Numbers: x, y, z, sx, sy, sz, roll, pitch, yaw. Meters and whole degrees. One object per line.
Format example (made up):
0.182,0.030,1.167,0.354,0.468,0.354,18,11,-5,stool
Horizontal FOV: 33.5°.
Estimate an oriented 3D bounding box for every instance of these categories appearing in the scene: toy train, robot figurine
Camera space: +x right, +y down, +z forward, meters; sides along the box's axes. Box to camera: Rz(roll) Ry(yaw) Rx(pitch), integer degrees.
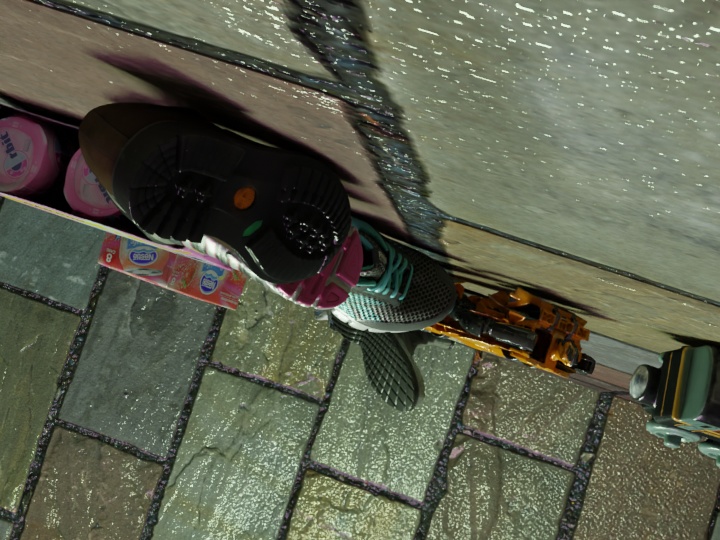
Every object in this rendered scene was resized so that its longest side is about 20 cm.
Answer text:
0.317,0.116,0.959,0.197,0.087,0.114,19,167,-13,toy train
0.109,0.041,1.034,0.198,0.059,0.144,16,176,45,robot figurine

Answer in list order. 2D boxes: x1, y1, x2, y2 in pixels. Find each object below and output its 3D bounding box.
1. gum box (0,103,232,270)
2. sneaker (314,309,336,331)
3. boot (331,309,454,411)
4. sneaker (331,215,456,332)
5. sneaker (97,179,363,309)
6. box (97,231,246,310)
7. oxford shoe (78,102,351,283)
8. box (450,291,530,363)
-0.183,-0.062,0.913,0.197,0.067,0.113,18,178,13,gum box
-0.026,0.073,2.275,0.086,0.076,0.200,7,-173,-18,sneaker
0.060,0.081,1.387,0.129,0.069,0.201,0,-146,-30,boot
0.000,0.000,0.892,0.198,0.079,0.091,19,173,-30,sneaker
-0.083,-0.038,0.751,0.198,0.075,0.087,28,171,-37,sneaker
-0.214,-0.023,1.431,0.101,0.096,0.200,18,176,19,box
-0.072,-0.049,0.654,0.084,0.073,0.199,36,-175,34,oxford shoe
0.100,0.049,1.279,0.197,0.049,0.158,19,176,0,box
